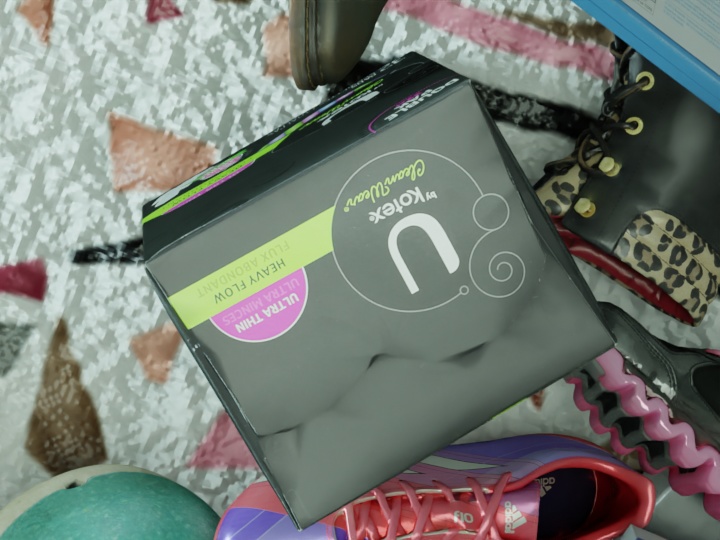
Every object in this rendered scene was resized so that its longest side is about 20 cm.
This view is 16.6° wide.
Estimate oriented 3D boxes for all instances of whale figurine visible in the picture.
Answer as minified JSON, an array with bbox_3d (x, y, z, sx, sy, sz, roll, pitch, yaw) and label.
[{"bbox_3d":[-0.100,0.187,1.083,0.159,0.104,0.200,-18,111,-27],"label":"whale figurine"}]

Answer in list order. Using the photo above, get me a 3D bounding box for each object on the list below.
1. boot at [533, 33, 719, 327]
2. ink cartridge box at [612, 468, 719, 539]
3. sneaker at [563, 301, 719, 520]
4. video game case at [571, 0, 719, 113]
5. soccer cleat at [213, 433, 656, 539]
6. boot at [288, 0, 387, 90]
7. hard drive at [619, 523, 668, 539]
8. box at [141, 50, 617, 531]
[{"bbox_3d":[0.119,-0.084,1.078,0.200,0.073,0.151,36,84,-16],"label":"boot"},{"bbox_3d":[0.167,0.201,1.148,0.198,0.043,0.200,43,94,-10],"label":"ink cartridge box"},{"bbox_3d":[0.177,0.064,1.081,0.200,0.079,0.095,37,80,-12],"label":"sneaker"},{"bbox_3d":[0.151,-0.167,1.028,0.143,0.018,0.200,32,60,-29],"label":"video game case"},{"bbox_3d":[0.034,0.106,1.072,0.200,0.076,0.067,-5,92,-29],"label":"soccer cleat"},{"bbox_3d":[0.039,-0.155,1.002,0.097,0.075,0.200,14,68,13],"label":"boot"},{"bbox_3d":[0.180,0.209,1.104,0.200,0.025,0.132,23,106,-12],"label":"hard drive"},{"bbox_3d":[0.000,0.000,1.022,0.148,0.200,0.124,-30,100,0],"label":"box"}]
